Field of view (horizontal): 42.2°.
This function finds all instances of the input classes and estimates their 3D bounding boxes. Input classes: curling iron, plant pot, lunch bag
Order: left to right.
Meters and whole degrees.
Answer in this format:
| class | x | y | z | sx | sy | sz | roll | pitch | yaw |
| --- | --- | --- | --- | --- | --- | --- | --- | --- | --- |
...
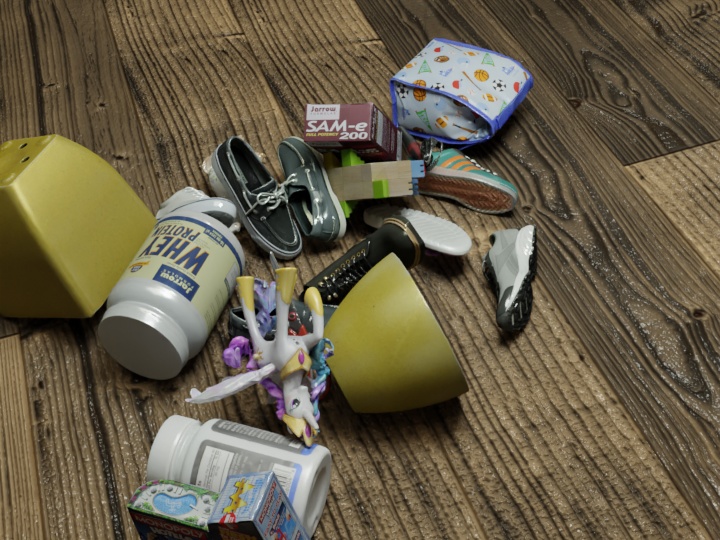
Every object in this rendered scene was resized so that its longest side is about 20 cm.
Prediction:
| class | x | y | z | sx | sy | sz | roll | pitch | yaw |
| --- | --- | --- | --- | --- | --- | --- | --- | --- | --- |
| plant pot | -0.441 | -0.073 | 1.305 | 0.192 | 0.201 | 0.197 | -1 | 43 | 31 |
| plant pot | 0.028 | 0.100 | 1.187 | 0.141 | 0.201 | 0.201 | -29 | 50 | -3 |
| curling iron | 0.092 | -0.203 | 1.496 | 0.025 | 0.050 | 0.200 | 22 | 13 | -19 |
| lunch bag | 0.175 | -0.297 | 1.593 | 0.198 | 0.125 | 0.170 | 17 | 48 | 27 |

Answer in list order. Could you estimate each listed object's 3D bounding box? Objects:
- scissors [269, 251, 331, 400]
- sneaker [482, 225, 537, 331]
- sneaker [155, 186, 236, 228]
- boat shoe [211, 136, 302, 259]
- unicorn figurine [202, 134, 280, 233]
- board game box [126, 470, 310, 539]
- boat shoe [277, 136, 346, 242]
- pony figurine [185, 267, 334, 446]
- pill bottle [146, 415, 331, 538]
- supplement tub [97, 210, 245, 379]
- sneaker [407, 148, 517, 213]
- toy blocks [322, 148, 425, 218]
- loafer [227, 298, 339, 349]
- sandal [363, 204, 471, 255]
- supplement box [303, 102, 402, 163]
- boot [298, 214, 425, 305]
| class | x | y | z | sx | sy | sz | roll | pitch | yaw |
| --- | --- | --- | --- | --- | --- | --- | --- | --- | --- |
| scissors | -0.080 | 0.072 | 1.245 | 0.072 | 0.014 | 0.204 | -6 | 84 | 10 |
| sneaker | 0.210 | 0.012 | 1.339 | 0.078 | 0.075 | 0.201 | 1 | 39 | 15 |
| sneaker | -0.250 | -0.090 | 1.375 | 0.198 | 0.073 | 0.072 | -11 | 64 | 45 |
| boat shoe | -0.144 | -0.110 | 1.391 | 0.073 | 0.068 | 0.201 | -32 | 94 | -36 |
| unicorn figurine | -0.192 | -0.113 | 1.465 | 0.136 | 0.074 | 0.201 | -25 | 53 | -9 |
| board game box | -0.141 | 0.278 | 0.999 | 0.197 | 0.202 | 0.062 | 12 | 48 | 13 |
| boat shoe | -0.089 | -0.128 | 1.435 | 0.061 | 0.073 | 0.202 | -7 | 57 | -37 |
| pony figurine | -0.107 | 0.107 | 1.127 | 0.165 | 0.204 | 0.192 | 0 | -6 | -36 |
| pill bottle | -0.142 | 0.240 | 1.096 | 0.197 | 0.115 | 0.115 | 12 | 48 | 13 |
| supplement tub | -0.256 | 0.032 | 1.275 | 0.143 | 0.146 | 0.201 | 12 | 47 | 13 |
| sneaker | 0.164 | -0.154 | 1.490 | 0.197 | 0.072 | 0.080 | 19 | 54 | 20 |
| toy blocks | 0.028 | -0.138 | 1.439 | 0.135 | 0.102 | 0.199 | -8 | 5 | -35 |
| loafer | -0.084 | 0.073 | 1.282 | 0.197 | 0.071 | 0.069 | -3 | 45 | -1 |
| sandal | 0.089 | -0.053 | 1.417 | 0.082 | 0.051 | 0.201 | -22 | 35 | -37 |
| supplement box | -0.007 | -0.208 | 1.454 | 0.107 | 0.200 | 0.062 | 1 | 85 | 16 |
| boot | 0.000 | 0.000 | 1.291 | 0.138 | 0.200 | 0.078 | -34 | 89 | -22 |
